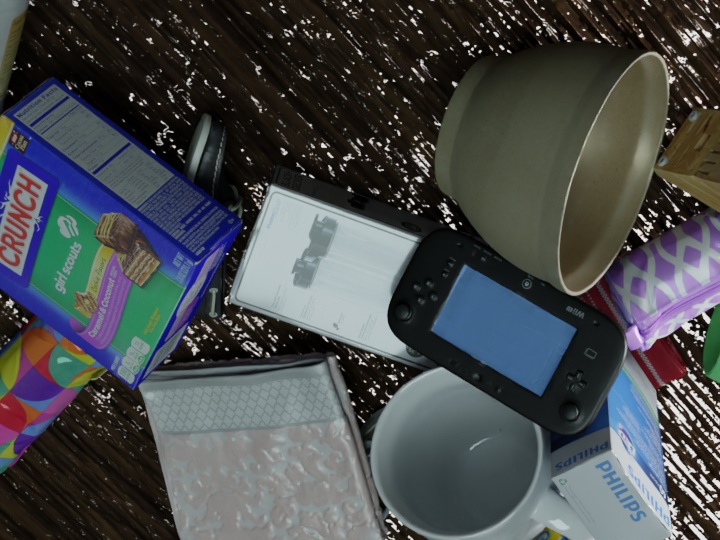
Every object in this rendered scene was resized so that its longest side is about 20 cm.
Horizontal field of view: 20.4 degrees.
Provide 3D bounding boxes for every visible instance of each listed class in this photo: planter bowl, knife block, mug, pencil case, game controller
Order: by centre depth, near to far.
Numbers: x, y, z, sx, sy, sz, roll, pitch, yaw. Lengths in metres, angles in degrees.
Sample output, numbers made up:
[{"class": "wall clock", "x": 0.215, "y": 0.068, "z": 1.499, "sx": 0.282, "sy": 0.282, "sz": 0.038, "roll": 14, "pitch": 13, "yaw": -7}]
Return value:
[{"class": "knife block", "x": 0.347, "y": -0.048, "z": 1.587, "sx": 0.176, "sy": 0.200, "sz": 0.064, "roll": 37, "pitch": 86, "yaw": -20}, {"class": "planter bowl", "x": 0.143, "y": -0.095, "z": 1.593, "sx": 0.135, "sy": 0.200, "sz": 0.200, "roll": 20, "pitch": 122, "yaw": 24}, {"class": "game controller", "x": 0.118, "y": 0.048, "z": 1.618, "sx": 0.200, "sy": 0.042, "sz": 0.104, "roll": 30, "pitch": 108, "yaw": 22}, {"class": "pencil case", "x": 0.300, "y": -0.008, "z": 1.661, "sx": 0.200, "sy": 0.086, "sz": 0.084, "roll": -29, "pitch": 131, "yaw": 10}, {"class": "mug", "x": 0.124, "y": 0.181, "z": 1.702, "sx": 0.200, "sy": 0.175, "sz": 0.148, "roll": 29, "pitch": 85, "yaw": 23}, {"class": "pencil case", "x": -0.292, "y": 0.103, "z": 1.781, "sx": 0.088, "sy": 0.088, "sz": 0.200, "roll": 40, "pitch": 116, "yaw": -17}]

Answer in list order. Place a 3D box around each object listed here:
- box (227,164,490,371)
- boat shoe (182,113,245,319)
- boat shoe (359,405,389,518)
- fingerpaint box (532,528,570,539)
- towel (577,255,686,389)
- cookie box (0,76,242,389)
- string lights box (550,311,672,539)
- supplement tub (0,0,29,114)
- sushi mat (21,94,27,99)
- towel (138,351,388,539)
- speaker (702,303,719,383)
[{"class": "box", "x": 0.000, "y": 0.000, "z": 1.702, "sx": 0.200, "sy": 0.060, "sz": 0.117, "roll": 18, "pitch": 111, "yaw": -4}, {"class": "boat shoe", "x": -0.128, "y": -0.041, "z": 1.694, "sx": 0.060, "sy": 0.074, "sz": 0.200, "roll": 12, "pitch": 122, "yaw": -3}, {"class": "boat shoe", "x": -0.007, "y": 0.209, "z": 1.828, "sx": 0.074, "sy": 0.065, "sz": 0.202, "roll": 33, "pitch": 116, "yaw": -13}, {"class": "fingerpaint box", "x": 0.158, "y": 0.297, "z": 1.787, "sx": 0.073, "sy": 0.200, "sz": 0.167, "roll": 37, "pitch": 116, "yaw": -16}, {"class": "towel", "x": 0.170, "y": 0.077, "z": 1.768, "sx": 0.200, "sy": 0.022, "sz": 0.145, "roll": -27, "pitch": 116, "yaw": 19}, {"class": "cookie box", "x": -0.220, "y": -0.029, "z": 1.639, "sx": 0.200, "sy": 0.075, "sz": 0.171, "roll": 37, "pitch": 132, "yaw": 7}, {"class": "string lights box", "x": 0.206, "y": 0.135, "z": 1.670, "sx": 0.059, "sy": 0.200, "sz": 0.103, "roll": -27, "pitch": 116, "yaw": 19}, {"class": "supplement tub", "x": -0.341, "y": -0.194, "z": 1.584, "sx": 0.144, "sy": 0.144, "sz": 0.200, "roll": 17, "pitch": 118, "yaw": -6}, {"class": "sushi mat", "x": -0.223, "y": -0.054, "z": 1.684, "sx": 0.200, "sy": 0.012, "sz": 0.096, "roll": 41, "pitch": 131, "yaw": 2}, {"class": "towel", "x": -0.090, "y": 0.168, "z": 1.793, "sx": 0.200, "sy": 0.032, "sz": 0.191, "roll": -6, "pitch": 111, "yaw": 24}, {"class": "speaker", "x": 0.400, "y": 0.078, "z": 1.715, "sx": 0.200, "sy": 0.088, "sz": 0.089, "roll": 14, "pitch": 119, "yaw": -3}]
